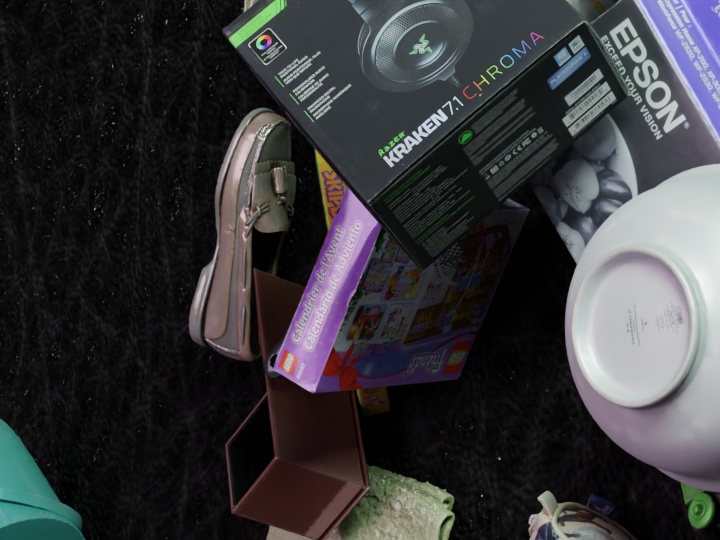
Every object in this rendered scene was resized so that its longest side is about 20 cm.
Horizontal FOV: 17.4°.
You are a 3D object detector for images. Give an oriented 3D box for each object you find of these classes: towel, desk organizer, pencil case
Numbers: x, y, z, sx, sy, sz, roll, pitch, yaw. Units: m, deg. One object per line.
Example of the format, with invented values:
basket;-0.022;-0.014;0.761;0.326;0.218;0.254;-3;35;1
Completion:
towel;-0.009;0.212;1.728;0.200;0.036;0.149;16;93;51
desk organizer;-0.054;0.097;1.731;0.072;0.077;0.200;-51;31;33
pencil case;0.109;0.239;1.540;0.089;0.078;0.200;42;117;19

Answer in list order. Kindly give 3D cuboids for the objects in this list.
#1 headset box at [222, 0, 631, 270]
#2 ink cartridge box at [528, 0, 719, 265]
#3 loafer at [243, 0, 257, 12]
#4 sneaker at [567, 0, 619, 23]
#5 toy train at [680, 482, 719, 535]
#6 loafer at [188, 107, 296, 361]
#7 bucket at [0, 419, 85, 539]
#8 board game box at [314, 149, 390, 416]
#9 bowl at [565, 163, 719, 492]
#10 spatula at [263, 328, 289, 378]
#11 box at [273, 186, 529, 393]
headset box;0.036;-0.134;1.473;0.174;0.093;0.200;-39;53;1
ink cartridge box;0.199;-0.073;1.480;0.200;0.043;0.199;-37;78;39
loafer;-0.039;-0.193;1.836;0.200;0.068;0.076;36;109;49
sneaker;0.132;-0.236;1.644;0.081;0.076;0.200;-38;46;10
toy train;0.267;0.096;1.416;0.200;0.042;0.057;-43;40;36
loafer;-0.080;-0.026;1.857;0.063;0.072;0.201;24;107;34
bucket;-0.338;0.237;1.999;0.135;0.207;0.208;44;115;35
board game box;-0.008;-0.001;1.741;0.096;0.030;0.201;79;179;-66
bowl;0.189;0.034;1.399;0.201;0.090;0.202;-1;88;46
spatula;0.000;0.000;1.672;0.056;0.021;0.200;41;84;24
box;0.031;0.011;1.598;0.039;0.200;0.137;29;105;28
